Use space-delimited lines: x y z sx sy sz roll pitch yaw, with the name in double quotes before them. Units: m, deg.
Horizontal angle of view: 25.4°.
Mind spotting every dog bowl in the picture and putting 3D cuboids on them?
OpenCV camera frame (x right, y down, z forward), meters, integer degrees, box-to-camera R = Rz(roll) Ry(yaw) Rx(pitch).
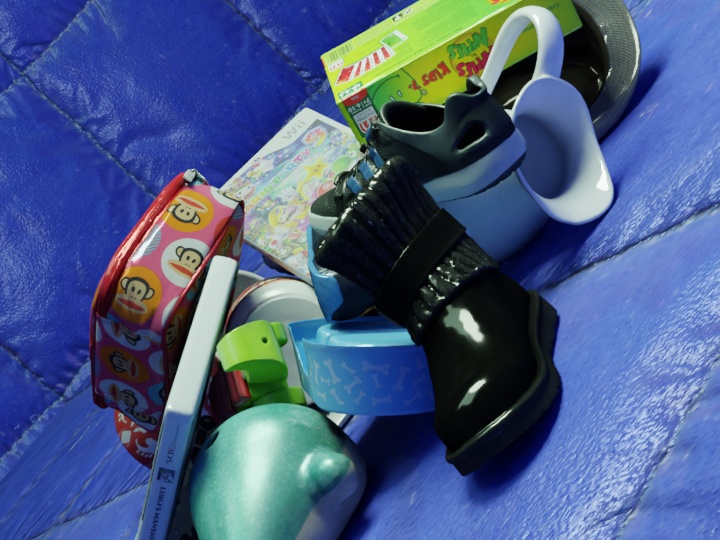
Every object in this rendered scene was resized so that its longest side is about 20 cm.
"dog bowl" 0.009 0.066 1.138 0.200 0.110 0.050 -161 70 -80

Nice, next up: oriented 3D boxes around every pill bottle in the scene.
"pill bottle" -0.064 0.062 1.393 0.110 0.109 0.200 -47 5 -2

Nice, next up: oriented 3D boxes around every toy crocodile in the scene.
"toy crocodile" -0.086 0.088 1.199 0.061 0.068 0.200 -13 -14 -17

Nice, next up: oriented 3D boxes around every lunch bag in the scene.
"lunch bag" -0.150 0.019 1.316 0.177 0.081 0.201 -59 -9 -36

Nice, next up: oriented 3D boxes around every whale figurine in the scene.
"whale figurine" -0.071 0.166 1.071 0.159 0.104 0.200 -42 12 26

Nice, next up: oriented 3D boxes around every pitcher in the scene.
"pitcher" 0.100 -0.095 1.224 0.200 0.120 0.173 -25 64 60

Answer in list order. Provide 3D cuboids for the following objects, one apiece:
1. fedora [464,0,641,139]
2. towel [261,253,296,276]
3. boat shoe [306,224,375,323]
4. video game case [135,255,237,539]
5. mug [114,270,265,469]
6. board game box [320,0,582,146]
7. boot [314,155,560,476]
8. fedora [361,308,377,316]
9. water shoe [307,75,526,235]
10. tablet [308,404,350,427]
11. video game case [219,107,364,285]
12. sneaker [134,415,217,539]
"fedora" 0.145 -0.155 1.365 0.199 0.178 0.090 -32 -23 4
"towel" 0.003 -0.042 1.424 0.199 0.049 0.112 6 64 37
"boat shoe" 0.000 0.000 1.235 0.068 0.085 0.200 -18 17 2
"video game case" -0.132 0.116 1.189 0.201 0.023 0.183 -80 5 -58
"mug" -0.138 0.115 1.612 0.200 0.176 0.134 -45 45 38
"board game box" 0.070 -0.185 1.294 0.199 0.048 0.102 -29 30 6
"boot" 0.041 0.024 0.984 0.079 0.158 0.211 -43 10 18
"fedora" 0.028 -0.041 1.519 0.201 0.082 0.201 -45 11 11
"water shoe" 0.030 -0.084 1.147 0.199 0.079 0.071 -18 17 41
"tablet" -0.080 0.180 1.322 0.200 0.014 0.130 -51 11 -19
"video game case" -0.041 -0.067 1.420 0.143 0.018 0.200 -45 40 -13
"sneaker" -0.146 0.190 1.327 0.080 0.077 0.200 -55 3 31
